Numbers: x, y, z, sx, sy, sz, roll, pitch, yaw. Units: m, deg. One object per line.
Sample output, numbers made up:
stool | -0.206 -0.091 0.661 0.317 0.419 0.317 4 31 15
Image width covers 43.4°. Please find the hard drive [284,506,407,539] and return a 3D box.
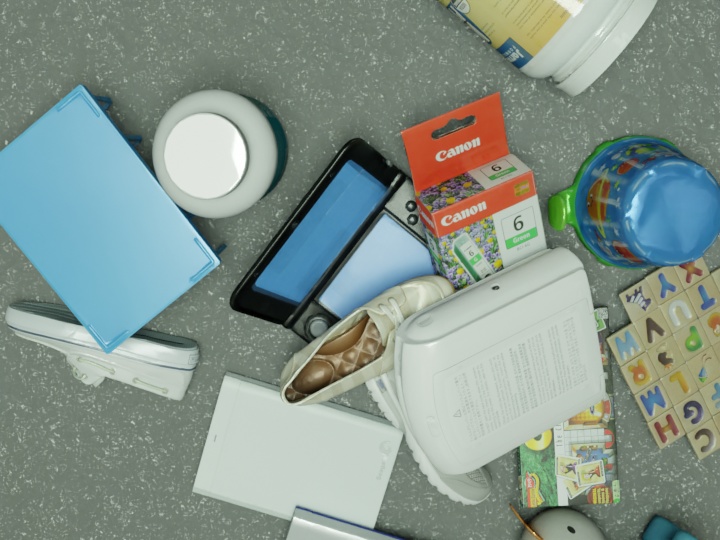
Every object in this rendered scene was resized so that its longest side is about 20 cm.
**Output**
hard drive | 0.006 0.339 0.973 0.197 0.025 0.134 18 112 -3

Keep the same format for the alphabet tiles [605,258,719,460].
alphabet tiles | 0.352 0.087 0.944 0.165 0.006 0.202 -29 98 -6

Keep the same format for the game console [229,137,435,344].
game console | 0.000 0.000 0.888 0.175 0.116 0.201 38 97 -6

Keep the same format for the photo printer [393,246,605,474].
photo printer | 0.128 0.090 0.851 0.198 0.069 0.168 -25 119 -13

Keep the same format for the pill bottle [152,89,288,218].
pill bottle | -0.126 -0.108 0.828 0.109 0.200 0.113 0 99 -1

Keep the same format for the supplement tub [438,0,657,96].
supplement tub | 0.158 -0.272 0.832 0.199 0.145 0.145 38 97 -5

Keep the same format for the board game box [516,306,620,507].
board game box | 0.211 0.141 0.939 0.103 0.023 0.203 -4 88 1

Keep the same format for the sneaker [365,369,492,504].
sneaker | 0.085 0.155 0.920 0.081 0.075 0.201 -32 109 14

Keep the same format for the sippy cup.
sippy cup | 0.282 -0.061 0.873 0.177 0.130 0.140 -38 98 5

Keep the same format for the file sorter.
file sorter | -0.240 -0.053 0.876 0.138 0.123 0.201 -37 97 6

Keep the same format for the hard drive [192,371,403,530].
hard drive | -0.066 0.200 0.965 0.197 0.026 0.134 17 98 -2

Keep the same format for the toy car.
toy car | 0.231 0.309 0.921 0.199 0.177 0.186 34 87 7

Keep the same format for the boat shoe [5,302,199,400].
boat shoe | -0.267 0.087 0.921 0.197 0.074 0.068 15 96 -3

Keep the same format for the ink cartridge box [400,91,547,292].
ink cartridge box | 0.114 -0.055 0.869 0.108 0.050 0.202 -23 124 -7

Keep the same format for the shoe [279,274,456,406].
shoe | 0.006 0.072 0.862 0.199 0.053 0.070 -34 85 8
